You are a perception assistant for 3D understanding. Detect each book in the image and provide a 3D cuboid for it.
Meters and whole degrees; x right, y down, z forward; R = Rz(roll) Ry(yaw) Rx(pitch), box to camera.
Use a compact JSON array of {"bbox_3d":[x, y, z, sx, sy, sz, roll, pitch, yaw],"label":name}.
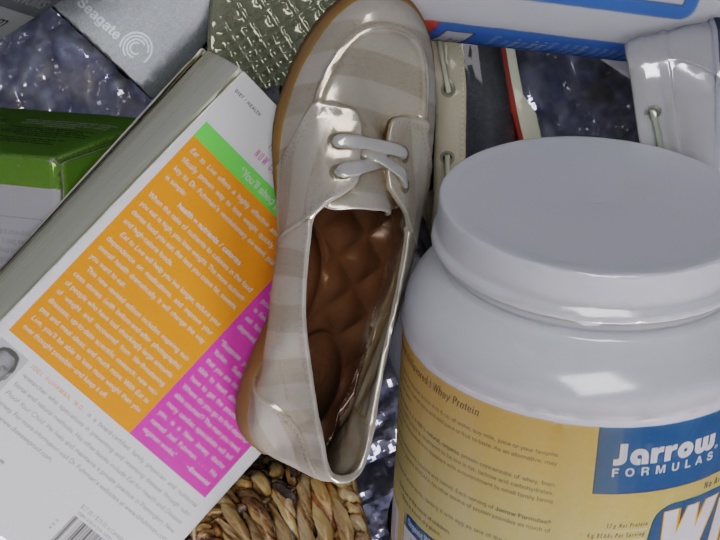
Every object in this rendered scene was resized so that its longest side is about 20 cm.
[{"bbox_3d":[-0.082,0.029,0.876,0.200,0.048,0.134,-47,119,-5],"label":"book"}]

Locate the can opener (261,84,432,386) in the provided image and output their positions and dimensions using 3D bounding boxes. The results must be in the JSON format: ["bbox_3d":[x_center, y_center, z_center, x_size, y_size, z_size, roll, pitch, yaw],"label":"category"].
[{"bbox_3d":[0.000,0.000,0.964,0.067,0.053,0.201,-15,119,9],"label":"can opener"}]

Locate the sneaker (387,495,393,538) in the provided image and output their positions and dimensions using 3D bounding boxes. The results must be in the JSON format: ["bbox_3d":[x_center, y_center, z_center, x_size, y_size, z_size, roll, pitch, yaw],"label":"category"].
[{"bbox_3d":[0.112,0.106,0.990,0.199,0.087,0.074,-4,93,-2],"label":"sneaker"}]

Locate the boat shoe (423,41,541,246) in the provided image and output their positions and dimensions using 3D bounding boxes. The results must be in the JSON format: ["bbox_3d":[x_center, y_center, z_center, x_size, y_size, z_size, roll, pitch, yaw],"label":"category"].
[{"bbox_3d":[0.036,-0.102,0.982,0.062,0.071,0.201,-16,100,-6],"label":"boat shoe"}]

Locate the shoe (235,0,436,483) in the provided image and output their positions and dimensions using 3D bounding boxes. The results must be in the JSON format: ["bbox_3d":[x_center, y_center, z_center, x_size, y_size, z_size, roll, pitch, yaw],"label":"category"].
[{"bbox_3d":[-0.002,-0.011,0.847,0.070,0.053,0.201,1,110,-29],"label":"shoe"}]

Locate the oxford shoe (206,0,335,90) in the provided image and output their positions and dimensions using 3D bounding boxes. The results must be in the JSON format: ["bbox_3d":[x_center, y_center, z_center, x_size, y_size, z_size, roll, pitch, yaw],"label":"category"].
[{"bbox_3d":[-0.033,-0.090,0.979,0.075,0.058,0.201,15,101,12],"label":"oxford shoe"}]

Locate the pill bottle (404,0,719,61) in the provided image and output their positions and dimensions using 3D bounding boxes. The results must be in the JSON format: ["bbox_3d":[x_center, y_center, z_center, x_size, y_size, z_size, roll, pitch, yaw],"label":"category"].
[{"bbox_3d":[0.099,-0.145,0.900,0.199,0.112,0.113,5,94,-20],"label":"pill bottle"}]

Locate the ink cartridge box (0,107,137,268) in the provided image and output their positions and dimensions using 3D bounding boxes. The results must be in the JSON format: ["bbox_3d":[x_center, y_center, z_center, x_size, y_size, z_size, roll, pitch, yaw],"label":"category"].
[{"bbox_3d":[-0.167,0.033,0.951,0.147,0.076,0.201,7,109,27],"label":"ink cartridge box"}]

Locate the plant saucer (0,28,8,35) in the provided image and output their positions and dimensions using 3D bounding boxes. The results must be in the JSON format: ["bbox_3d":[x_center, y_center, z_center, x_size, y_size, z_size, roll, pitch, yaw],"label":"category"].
[{"bbox_3d":[-0.208,-0.179,0.959,0.199,0.031,0.201,-1,86,18],"label":"plant saucer"}]

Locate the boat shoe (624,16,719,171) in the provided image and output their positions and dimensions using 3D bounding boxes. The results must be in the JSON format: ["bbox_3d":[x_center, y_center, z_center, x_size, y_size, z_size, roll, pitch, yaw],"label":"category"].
[{"bbox_3d":[0.139,-0.025,0.921,0.066,0.074,0.201,-1,127,4],"label":"boat shoe"}]

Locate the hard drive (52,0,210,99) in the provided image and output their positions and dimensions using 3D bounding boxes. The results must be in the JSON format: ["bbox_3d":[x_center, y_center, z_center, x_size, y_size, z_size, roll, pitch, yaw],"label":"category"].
[{"bbox_3d":[-0.080,-0.198,0.988,0.140,0.033,0.200,42,91,-5],"label":"hard drive"}]

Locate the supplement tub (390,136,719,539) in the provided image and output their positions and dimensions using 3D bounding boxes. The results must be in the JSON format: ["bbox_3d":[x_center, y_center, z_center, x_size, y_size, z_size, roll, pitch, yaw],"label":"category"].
[{"bbox_3d":[0.086,0.062,0.857,0.144,0.145,0.201,1,118,-3],"label":"supplement tub"}]

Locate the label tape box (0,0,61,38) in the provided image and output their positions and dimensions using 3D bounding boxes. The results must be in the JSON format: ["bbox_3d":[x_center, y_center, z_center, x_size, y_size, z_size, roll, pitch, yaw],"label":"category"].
[{"bbox_3d":[-0.171,-0.174,0.898,0.200,0.063,0.145,-29,79,15],"label":"label tape box"}]

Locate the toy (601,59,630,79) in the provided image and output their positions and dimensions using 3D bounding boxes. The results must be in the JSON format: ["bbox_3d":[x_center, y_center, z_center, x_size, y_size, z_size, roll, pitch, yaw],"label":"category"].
[{"bbox_3d":[0.174,-0.171,0.994,0.115,0.047,0.200,33,89,-1],"label":"toy"}]

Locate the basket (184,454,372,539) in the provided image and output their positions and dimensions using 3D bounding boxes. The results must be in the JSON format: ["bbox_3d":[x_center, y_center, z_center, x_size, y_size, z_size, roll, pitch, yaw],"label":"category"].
[{"bbox_3d":[-0.051,0.188,0.960,0.148,0.143,0.201,-15,94,-2],"label":"basket"}]
